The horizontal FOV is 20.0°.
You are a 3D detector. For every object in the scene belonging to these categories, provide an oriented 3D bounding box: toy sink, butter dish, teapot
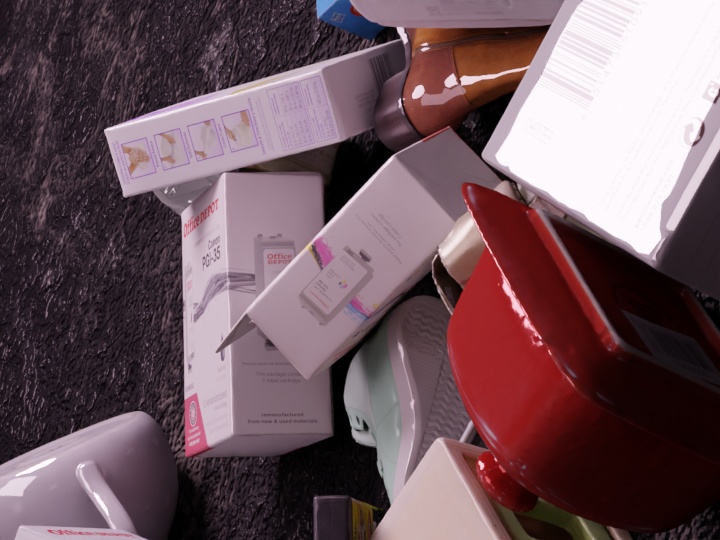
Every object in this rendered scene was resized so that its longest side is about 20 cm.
[{"bbox_3d":[0.106,0.207,1.198,0.112,0.130,0.200,-58,33,22],"label":"toy sink"},{"bbox_3d":[0.123,0.076,1.157,0.148,0.200,0.200,-51,36,20],"label":"butter dish"},{"bbox_3d":[-0.228,0.214,1.703,0.197,0.200,0.146,-22,92,23],"label":"teapot"}]

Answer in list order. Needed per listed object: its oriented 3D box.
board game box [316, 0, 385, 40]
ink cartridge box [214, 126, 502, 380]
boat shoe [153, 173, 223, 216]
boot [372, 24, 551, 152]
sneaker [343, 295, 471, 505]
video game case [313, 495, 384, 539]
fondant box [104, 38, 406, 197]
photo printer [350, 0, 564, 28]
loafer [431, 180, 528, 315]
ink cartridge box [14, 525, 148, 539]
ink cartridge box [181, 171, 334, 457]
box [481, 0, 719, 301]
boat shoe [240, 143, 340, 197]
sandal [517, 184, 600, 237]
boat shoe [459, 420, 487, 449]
[{"bbox_3d":[0.038,-0.321,1.637,0.196,0.056,0.200,-37,46,43],"label":"board game box"},{"bbox_3d":[0.000,0.000,1.398,0.068,0.116,0.200,47,115,5],"label":"ink cartridge box"},{"bbox_3d":[-0.113,-0.040,1.740,0.074,0.065,0.202,-49,40,1],"label":"boat shoe"},{"bbox_3d":[0.105,-0.188,1.456,0.200,0.068,0.189,-23,34,41],"label":"boot"},{"bbox_3d":[0.038,0.130,1.411,0.118,0.074,0.201,136,132,-62],"label":"sneaker"},{"bbox_3d":[-0.006,0.249,1.314,0.181,0.025,0.201,52,-143,-78],"label":"video game case"},{"bbox_3d":[-0.073,-0.117,1.562,0.200,0.144,0.058,-14,98,29],"label":"fondant box"},{"bbox_3d":[0.094,-0.263,1.432,0.166,0.069,0.200,3,57,31],"label":"photo printer"},{"bbox_3d":[0.083,0.006,1.298,0.068,0.200,0.076,-25,65,-3],"label":"loafer"},{"bbox_3d":[-0.143,0.252,1.470,0.200,0.146,0.083,17,90,26],"label":"ink cartridge box"},{"bbox_3d":[-0.082,0.036,1.560,0.146,0.083,0.201,148,121,-68],"label":"ink cartridge box"},{"bbox_3d":[0.205,-0.098,1.179,0.199,0.131,0.200,-62,33,7],"label":"box"},{"bbox_3d":[-0.082,-0.113,1.714,0.200,0.072,0.065,22,88,53],"label":"boat shoe"},{"bbox_3d":[0.125,-0.044,1.360,0.080,0.057,0.201,-53,36,29],"label":"sandal"},{"bbox_3d":[0.101,0.096,1.286,0.072,0.068,0.200,50,120,34],"label":"boat shoe"}]
